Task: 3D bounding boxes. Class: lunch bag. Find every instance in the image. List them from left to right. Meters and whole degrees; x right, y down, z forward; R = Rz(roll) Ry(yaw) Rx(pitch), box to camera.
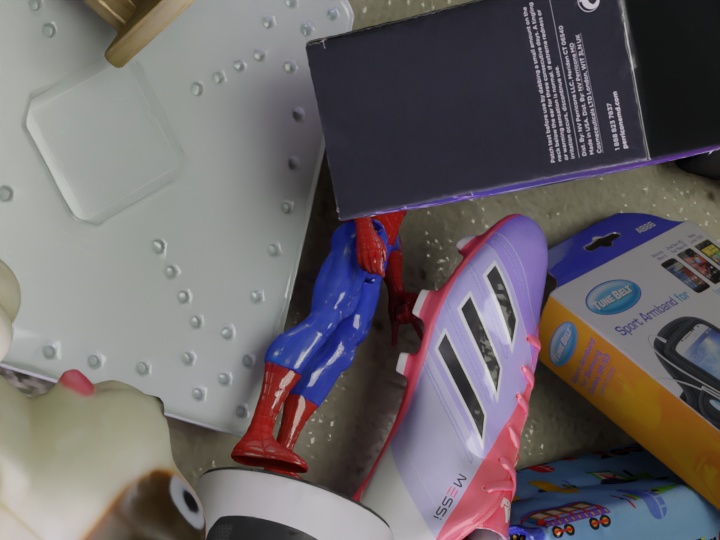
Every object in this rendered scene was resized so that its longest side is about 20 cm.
[{"bbox_3d":[0.111,0.193,0.870,0.150,0.094,0.202,-8,99,-34],"label":"lunch bag"}]

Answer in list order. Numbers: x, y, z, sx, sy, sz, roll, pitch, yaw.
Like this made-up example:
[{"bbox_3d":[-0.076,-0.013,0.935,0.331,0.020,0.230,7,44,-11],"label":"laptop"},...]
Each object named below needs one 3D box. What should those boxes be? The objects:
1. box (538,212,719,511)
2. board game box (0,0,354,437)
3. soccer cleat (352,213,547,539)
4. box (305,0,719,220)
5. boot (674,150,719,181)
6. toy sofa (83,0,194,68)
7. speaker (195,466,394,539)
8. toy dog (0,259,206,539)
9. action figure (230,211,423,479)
[{"bbox_3d":[0.170,0.050,0.873,0.119,0.200,0.042,-23,143,-43],"label":"box"},{"bbox_3d":[-0.110,-0.052,0.785,0.199,0.026,0.201,20,75,-29],"label":"board game box"},{"bbox_3d":[0.043,0.072,0.799,0.201,0.076,0.067,-62,157,-16],"label":"soccer cleat"},{"bbox_3d":[0.091,-0.077,0.802,0.200,0.140,0.079,-14,96,-57],"label":"box"},{"bbox_3d":[0.228,-0.127,0.974,0.144,0.072,0.201,24,77,-26],"label":"boot"},{"bbox_3d":[-0.124,-0.185,0.728,0.200,0.083,0.098,41,49,-15],"label":"toy sofa"},{"bbox_3d":[-0.051,0.180,0.698,0.081,0.081,0.201,29,65,-26],"label":"speaker"},{"bbox_3d":[-0.152,0.087,0.653,0.199,0.140,0.195,4,87,-12],"label":"toy dog"},{"bbox_3d":[0.000,0.000,0.821,0.065,0.051,0.201,58,44,-58],"label":"action figure"}]
